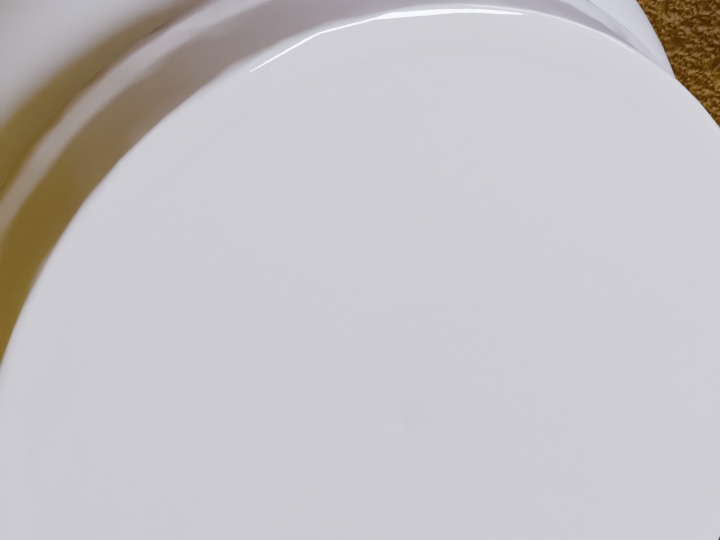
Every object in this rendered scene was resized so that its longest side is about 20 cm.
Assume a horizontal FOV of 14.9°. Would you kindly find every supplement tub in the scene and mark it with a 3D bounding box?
[{"bbox_3d":[-0.032,-0.017,0.466,0.145,0.145,0.200,45,-1,-33],"label":"supplement tub"}]
